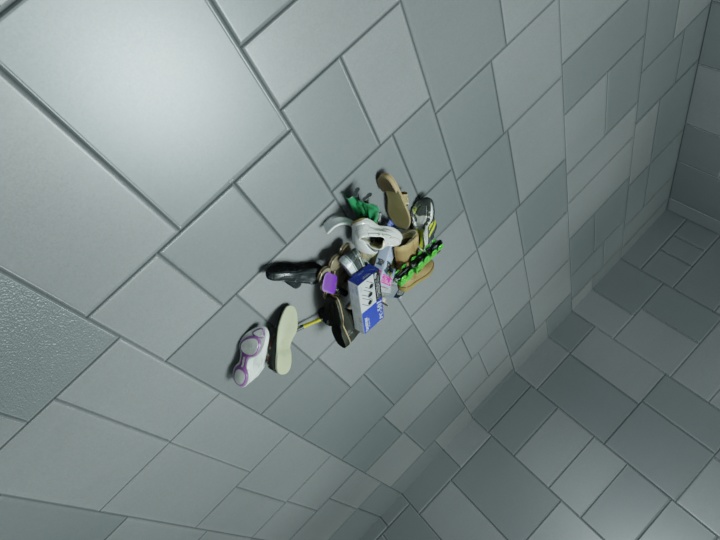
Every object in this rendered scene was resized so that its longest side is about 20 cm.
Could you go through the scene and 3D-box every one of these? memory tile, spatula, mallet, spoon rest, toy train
[{"bbox_3d":[-0.068,0.015,1.592,0.153,0.017,0.200,-51,155,-23],"label":"memory tile"},{"bbox_3d":[-0.070,0.050,1.576,0.200,0.021,0.057,41,57,-71],"label":"spatula"},{"bbox_3d":[-0.175,0.166,1.653,0.200,0.066,0.041,-17,125,-17],"label":"mallet"},{"bbox_3d":[-0.016,-0.104,1.532,0.061,0.099,0.200,-43,141,22],"label":"spoon rest"},{"bbox_3d":[0.180,-0.024,1.636,0.200,0.042,0.056,-39,151,-18],"label":"toy train"}]

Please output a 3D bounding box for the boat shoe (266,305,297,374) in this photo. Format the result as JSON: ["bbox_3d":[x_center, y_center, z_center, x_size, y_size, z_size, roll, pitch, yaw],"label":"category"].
[{"bbox_3d":[-0.234,0.200,1.565,0.074,0.063,0.202,8,91,-48],"label":"boat shoe"}]

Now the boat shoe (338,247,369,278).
[{"bbox_3d":[0.000,0.000,1.587,0.071,0.072,0.200,-40,154,-5],"label":"boat shoe"}]

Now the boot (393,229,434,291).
[{"bbox_3d":[0.174,-0.048,1.688,0.175,0.066,0.200,-43,143,-32],"label":"boot"}]

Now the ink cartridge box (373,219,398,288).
[{"bbox_3d":[0.089,-0.048,1.655,0.119,0.042,0.200,25,80,-69],"label":"ink cartridge box"}]

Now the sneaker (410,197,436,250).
[{"bbox_3d":[0.211,-0.162,1.747,0.085,0.074,0.200,-41,149,-38],"label":"sneaker"}]

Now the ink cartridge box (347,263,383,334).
[{"bbox_3d":[0.019,0.087,1.581,0.094,0.044,0.200,-39,139,-31],"label":"ink cartridge box"}]

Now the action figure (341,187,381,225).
[{"bbox_3d":[0.022,-0.158,1.526,0.055,0.118,0.200,-53,155,-16],"label":"action figure"}]

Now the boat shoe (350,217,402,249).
[{"bbox_3d":[0.050,-0.088,1.507,0.071,0.069,0.200,-29,152,35],"label":"boat shoe"}]

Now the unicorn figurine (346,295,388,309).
[{"bbox_3d":[0.028,0.135,1.777,0.137,0.074,0.200,-21,160,2],"label":"unicorn figurine"}]

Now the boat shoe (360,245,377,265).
[{"bbox_3d":[0.021,-0.009,1.681,0.065,0.072,0.200,3,131,1],"label":"boat shoe"}]

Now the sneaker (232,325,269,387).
[{"bbox_3d":[-0.310,0.242,1.559,0.100,0.075,0.200,-19,137,-63],"label":"sneaker"}]

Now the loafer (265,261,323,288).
[{"bbox_3d":[-0.181,0.018,1.478,0.200,0.068,0.071,-3,116,-50],"label":"loafer"}]

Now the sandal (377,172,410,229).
[{"bbox_3d":[0.117,-0.218,1.582,0.070,0.078,0.212,-55,139,-26],"label":"sandal"}]

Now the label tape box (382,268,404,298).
[{"bbox_3d":[0.125,-0.007,1.786,0.143,0.066,0.200,11,115,-51],"label":"label tape box"}]

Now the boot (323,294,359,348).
[{"bbox_3d":[-0.032,0.125,1.641,0.138,0.077,0.200,-36,138,-28],"label":"boot"}]
